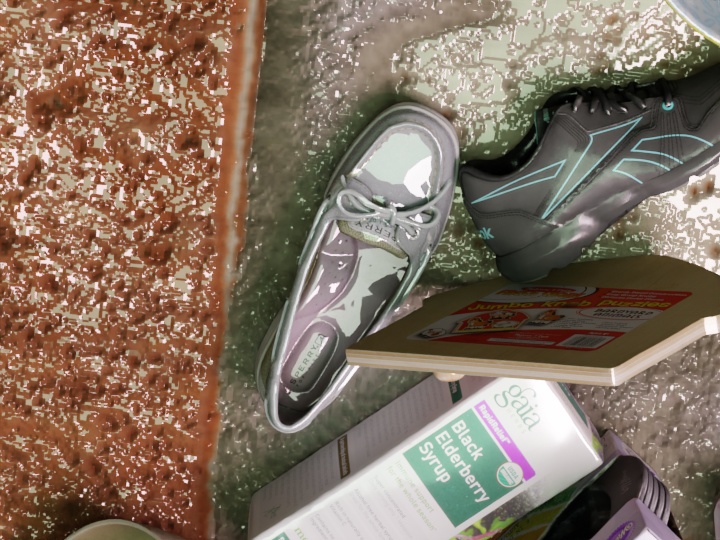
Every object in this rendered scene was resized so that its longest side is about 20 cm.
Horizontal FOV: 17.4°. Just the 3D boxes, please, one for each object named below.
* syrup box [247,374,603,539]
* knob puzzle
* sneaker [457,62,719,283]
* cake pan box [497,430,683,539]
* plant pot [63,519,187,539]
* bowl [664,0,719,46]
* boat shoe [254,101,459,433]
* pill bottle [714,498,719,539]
[{"bbox_3d":[0.037,0.122,1.382,0.200,0.081,0.079,-33,104,8],"label":"syrup box"},{"bbox_3d":[0.119,0.032,1.312,0.219,0.220,0.031,-9,104,1],"label":"knob puzzle"},{"bbox_3d":[0.147,-0.074,1.337,0.200,0.075,0.079,-34,101,7],"label":"sneaker"},{"bbox_3d":[0.105,0.194,1.349,0.052,0.184,0.200,43,101,-11],"label":"cake pan box"},{"bbox_3d":[-0.103,0.253,1.375,0.134,0.200,0.201,15,107,-41],"label":"plant pot"},{"bbox_3d":[0.238,-0.219,1.284,0.199,0.108,0.201,0,105,0],"label":"bowl"},{"bbox_3d":[-0.002,0.000,1.357,0.074,0.065,0.202,28,102,-9],"label":"boat shoe"},{"bbox_3d":[0.316,0.170,1.386,0.199,0.112,0.113,-10,105,1],"label":"pill bottle"}]
